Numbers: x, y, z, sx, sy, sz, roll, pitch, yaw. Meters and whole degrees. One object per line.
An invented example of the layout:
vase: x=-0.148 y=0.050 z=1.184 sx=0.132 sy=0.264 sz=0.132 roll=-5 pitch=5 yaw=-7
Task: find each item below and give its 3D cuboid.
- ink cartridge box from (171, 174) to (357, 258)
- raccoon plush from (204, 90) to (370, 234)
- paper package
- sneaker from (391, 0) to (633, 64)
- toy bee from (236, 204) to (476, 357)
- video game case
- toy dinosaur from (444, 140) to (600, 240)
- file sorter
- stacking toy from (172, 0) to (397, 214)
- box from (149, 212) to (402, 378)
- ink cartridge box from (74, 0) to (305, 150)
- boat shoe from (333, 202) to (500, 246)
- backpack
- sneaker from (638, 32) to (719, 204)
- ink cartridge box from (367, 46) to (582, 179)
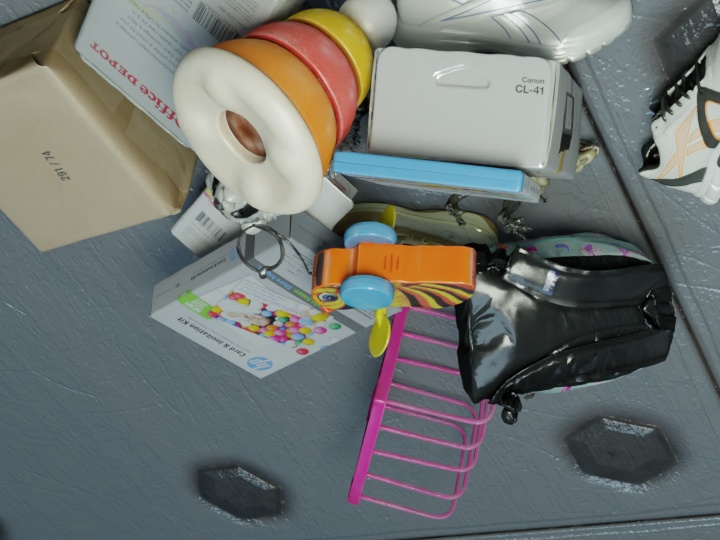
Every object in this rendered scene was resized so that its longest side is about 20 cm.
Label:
ink cartridge box: x=-0.084 y=-0.067 z=1.297 sx=0.115 sy=0.068 sz=0.200 roll=41 pitch=136 yaw=-8
raccoon plush: x=-0.044 y=-0.102 z=1.177 sx=0.198 sy=0.098 sz=0.134 roll=-17 pitch=163 yaw=-32
paper package: x=-0.286 y=-0.132 z=1.285 sx=0.188 sy=0.104 sz=0.201 roll=-14 pitch=131 yaw=30
sneaker: x=0.120 y=-0.215 z=1.080 sx=0.197 sy=0.075 sz=0.088 roll=2 pitch=119 yaw=8
toy bee: x=0.000 y=0.000 z=1.180 sx=0.198 sy=0.132 sz=0.109 roll=25 pitch=157 yaw=5
video game case: x=0.067 y=-0.073 z=1.071 sx=0.141 sy=0.018 sz=0.200 roll=8 pitch=-178 yaw=11
toy dinosaur: x=0.119 y=-0.076 z=1.218 sx=0.197 sy=0.089 sz=0.048 roll=-1 pitch=139 yaw=20
file sorter: x=0.071 y=0.156 z=1.451 sx=0.123 sy=0.140 sz=0.201 roll=14 pitch=139 yaw=1
stacking toy: x=-0.036 y=-0.155 z=1.046 sx=0.145 sy=0.200 sz=0.147 roll=32 pitch=150 yaw=22
box: x=-0.082 y=0.026 z=1.300 sx=0.199 sy=0.042 sz=0.155 roll=-25 pitch=137 yaw=35
ink cartridge box: x=-0.138 y=-0.220 z=1.123 sx=0.145 sy=0.088 sz=0.200 roll=40 pitch=136 yaw=1
boat shoe: x=0.035 y=-0.019 z=1.323 sx=0.197 sy=0.067 sz=0.074 roll=-1 pitch=138 yaw=23
backpack: x=0.187 y=0.034 z=1.242 sx=0.197 sy=0.127 sz=0.169 roll=-8 pitch=112 yaw=-6
sneaker: x=0.281 y=-0.134 z=1.109 sx=0.079 sy=0.074 sz=0.202 roll=14 pitch=139 yaw=7
ink cartridge box: x=0.098 y=-0.123 z=1.093 sx=0.145 sy=0.200 sz=0.087 roll=6 pitch=94 yaw=15
